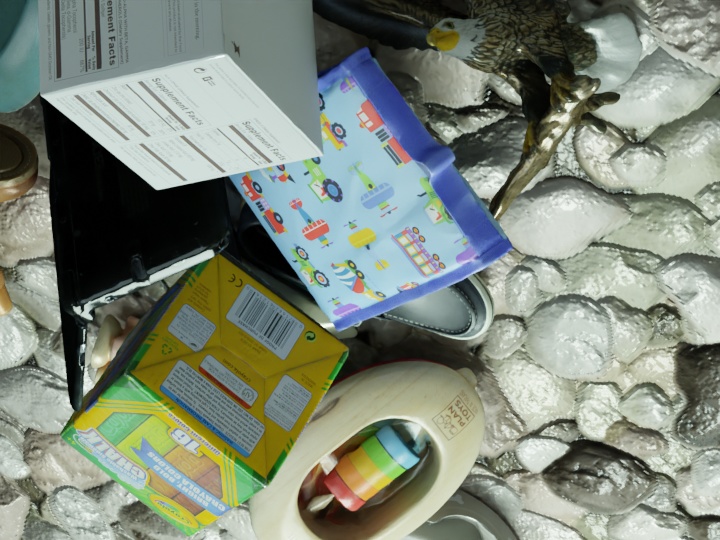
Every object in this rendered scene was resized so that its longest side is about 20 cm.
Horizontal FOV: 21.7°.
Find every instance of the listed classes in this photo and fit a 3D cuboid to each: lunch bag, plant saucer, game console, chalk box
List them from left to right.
[{"bbox_3d":[-0.224,-0.201,1.187,0.027,0.201,0.200,6,143,-35],"label":"plant saucer"},{"bbox_3d":[-0.154,-0.038,1.262,0.175,0.201,0.116,-23,142,13],"label":"game console"},{"bbox_3d":[-0.119,0.094,1.321,0.124,0.124,0.200,37,148,-7],"label":"chalk box"},{"bbox_3d":[0.007,-0.055,1.183,0.151,0.094,0.200,55,160,-7],"label":"lunch bag"}]

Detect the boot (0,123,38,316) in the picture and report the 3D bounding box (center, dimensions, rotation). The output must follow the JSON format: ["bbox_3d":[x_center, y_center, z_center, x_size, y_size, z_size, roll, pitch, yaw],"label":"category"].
[{"bbox_3d":[-0.299,-0.025,1.417,0.199,0.077,0.156,-3,123,28],"label":"boot"}]

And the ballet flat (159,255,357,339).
[{"bbox_3d":[-0.097,0.009,1.366,0.199,0.070,0.070,34,131,1],"label":"ballet flat"}]

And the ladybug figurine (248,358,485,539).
[{"bbox_3d":[0.003,0.134,1.387,0.199,0.072,0.136,-35,119,5],"label":"ladybug figurine"}]

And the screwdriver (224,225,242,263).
[{"bbox_3d":[-0.112,-0.077,1.304,0.029,0.028,0.202,8,114,53],"label":"screwdriver"}]

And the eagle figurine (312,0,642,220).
[{"bbox_3d":[0.068,-0.158,1.154,0.151,0.151,0.200,-39,72,0],"label":"eagle figurine"}]

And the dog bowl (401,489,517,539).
[{"bbox_3d":[0.044,0.247,1.501,0.199,0.059,0.201,12,130,14],"label":"dog bowl"}]

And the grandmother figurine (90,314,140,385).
[{"bbox_3d":[-0.105,0.086,1.443,0.198,0.061,0.121,16,155,7],"label":"grandmother figurine"}]

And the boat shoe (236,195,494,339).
[{"bbox_3d":[0.000,0.000,1.326,0.199,0.062,0.075,28,130,-2],"label":"boat shoe"}]

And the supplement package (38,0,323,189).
[{"bbox_3d":[-0.102,-0.172,1.075,0.110,0.202,0.156,-10,160,17],"label":"supplement package"}]
